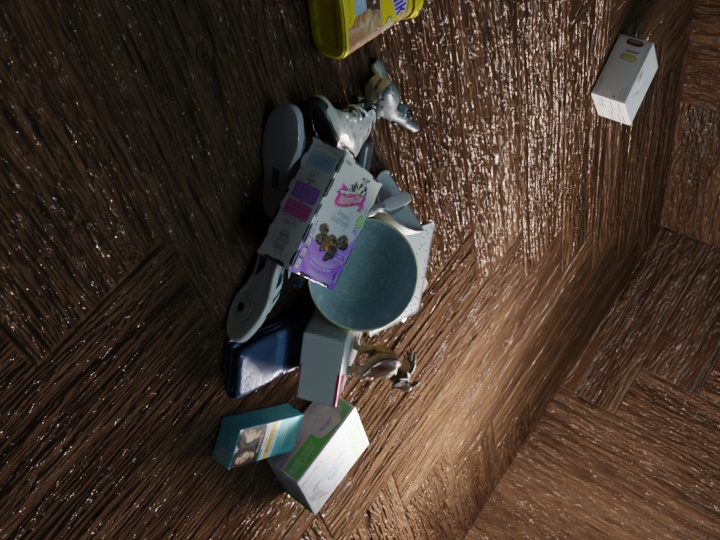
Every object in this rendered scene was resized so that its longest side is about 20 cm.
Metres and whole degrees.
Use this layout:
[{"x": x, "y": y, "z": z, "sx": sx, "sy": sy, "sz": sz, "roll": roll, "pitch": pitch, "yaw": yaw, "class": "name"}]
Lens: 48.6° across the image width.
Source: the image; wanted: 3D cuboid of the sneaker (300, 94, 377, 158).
[{"x": -0.034, "y": -0.259, "z": 1.330, "sx": 0.117, "sy": 0.075, "sz": 0.201, "roll": -58, "pitch": 159, "yaw": -12, "class": "sneaker"}]

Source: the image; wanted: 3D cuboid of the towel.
[{"x": -0.168, "y": 0.151, "z": 1.441, "sx": 0.199, "sy": 0.048, "sz": 0.114, "roll": -23, "pitch": 129, "yaw": -51, "class": "towel"}]

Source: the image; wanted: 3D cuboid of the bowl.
[{"x": 0.000, "y": 0.000, "z": 1.444, "sx": 0.108, "sy": 0.197, "sz": 0.204, "roll": -121, "pitch": -127, "yaw": -79, "class": "bowl"}]

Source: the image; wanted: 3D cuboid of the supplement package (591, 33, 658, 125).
[{"x": 0.795, "y": -0.573, "z": 2.395, "sx": 0.203, "sy": 0.110, "sz": 0.155, "roll": -64, "pitch": 151, "yaw": -2, "class": "supplement package"}]

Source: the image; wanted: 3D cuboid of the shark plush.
[{"x": 0.056, "y": -0.288, "z": 1.439, "sx": 0.092, "sy": 0.082, "sz": 0.200, "roll": -57, "pitch": 150, "yaw": -13, "class": "shark plush"}]

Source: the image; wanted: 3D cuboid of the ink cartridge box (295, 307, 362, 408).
[{"x": -0.052, "y": 0.135, "z": 1.510, "sx": 0.201, "sy": 0.082, "sz": 0.148, "roll": -64, "pitch": 165, "yaw": -60, "class": "ink cartridge box"}]

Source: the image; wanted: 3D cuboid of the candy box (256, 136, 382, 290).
[{"x": -0.060, "y": -0.087, "z": 1.287, "sx": 0.203, "sy": 0.071, "sz": 0.167, "roll": -64, "pitch": 155, "yaw": -1, "class": "candy box"}]

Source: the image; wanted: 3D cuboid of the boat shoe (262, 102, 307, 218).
[{"x": -0.110, "y": -0.175, "z": 1.269, "sx": 0.066, "sy": 0.071, "sz": 0.203, "roll": -37, "pitch": 141, "yaw": -46, "class": "boat shoe"}]

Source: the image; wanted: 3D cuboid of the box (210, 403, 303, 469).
[{"x": -0.193, "y": 0.313, "z": 1.521, "sx": 0.199, "sy": 0.049, "sz": 0.084, "roll": 0, "pitch": 111, "yaw": -59, "class": "box"}]

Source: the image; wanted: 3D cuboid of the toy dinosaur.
[{"x": 0.049, "y": 0.178, "z": 1.507, "sx": 0.200, "sy": 0.133, "sz": 0.088, "roll": 52, "pitch": 52, "yaw": -80, "class": "toy dinosaur"}]

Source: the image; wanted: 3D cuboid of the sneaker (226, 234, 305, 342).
[{"x": -0.147, "y": 0.038, "z": 1.364, "sx": 0.111, "sy": 0.072, "sz": 0.203, "roll": 29, "pitch": 86, "yaw": -59, "class": "sneaker"}]

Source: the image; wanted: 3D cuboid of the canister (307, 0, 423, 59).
[{"x": 0.009, "y": -0.438, "z": 1.249, "sx": 0.200, "sy": 0.086, "sz": 0.151, "roll": -42, "pitch": 143, "yaw": -32, "class": "canister"}]

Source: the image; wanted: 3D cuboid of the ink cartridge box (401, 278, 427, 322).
[{"x": 0.071, "y": 0.011, "z": 1.703, "sx": 0.117, "sy": 0.066, "sz": 0.201, "roll": -55, "pitch": 149, "yaw": -18, "class": "ink cartridge box"}]

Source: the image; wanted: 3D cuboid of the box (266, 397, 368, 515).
[{"x": -0.088, "y": 0.383, "z": 1.700, "sx": 0.201, "sy": 0.096, "sz": 0.178, "roll": -49, "pitch": 149, "yaw": -24, "class": "box"}]

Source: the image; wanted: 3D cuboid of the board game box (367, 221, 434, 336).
[{"x": 0.077, "y": 0.012, "z": 1.612, "sx": 0.199, "sy": 0.025, "sz": 0.204, "roll": -22, "pitch": 126, "yaw": -54, "class": "board game box"}]

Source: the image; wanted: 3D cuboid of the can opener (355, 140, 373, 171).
[{"x": -0.020, "y": -0.140, "z": 1.456, "sx": 0.066, "sy": 0.052, "sz": 0.204, "roll": -19, "pitch": 127, "yaw": -57, "class": "can opener"}]

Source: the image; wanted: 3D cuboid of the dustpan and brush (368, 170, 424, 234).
[{"x": 0.048, "y": -0.119, "z": 1.499, "sx": 0.199, "sy": 0.141, "sz": 0.057, "roll": -26, "pitch": 172, "yaw": -47, "class": "dustpan and brush"}]
